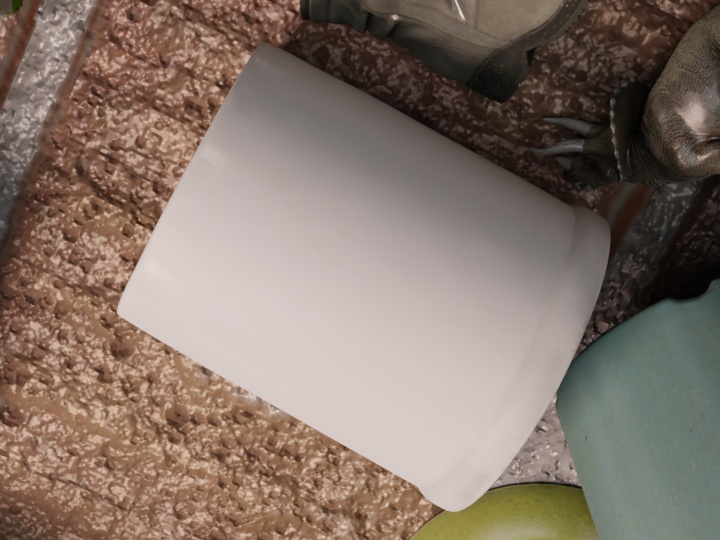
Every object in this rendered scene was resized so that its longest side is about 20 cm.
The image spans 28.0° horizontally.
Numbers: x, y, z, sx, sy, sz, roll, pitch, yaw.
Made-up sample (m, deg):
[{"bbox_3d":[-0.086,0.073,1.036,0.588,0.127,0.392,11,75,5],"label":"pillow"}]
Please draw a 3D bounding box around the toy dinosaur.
[{"bbox_3d":[0.193,-0.093,0.741,0.102,0.077,0.200,43,105,-12],"label":"toy dinosaur"}]

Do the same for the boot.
[{"bbox_3d":[0.040,-0.153,0.683,0.130,0.200,0.068,20,64,-8],"label":"boot"}]

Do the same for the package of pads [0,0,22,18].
[{"bbox_3d":[-0.251,-0.229,0.717,0.153,0.068,0.202,3,108,0],"label":"package of pads"}]

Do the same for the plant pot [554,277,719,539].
[{"bbox_3d":[0.200,0.121,0.730,0.199,0.200,0.197,-28,63,11],"label":"plant pot"}]

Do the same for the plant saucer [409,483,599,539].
[{"bbox_3d":[0.107,0.227,0.878,0.198,0.031,0.202,1,109,3],"label":"plant saucer"}]

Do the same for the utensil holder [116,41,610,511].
[{"bbox_3d":[0.000,0.000,0.734,0.199,0.170,0.171,29,107,-6],"label":"utensil holder"}]
